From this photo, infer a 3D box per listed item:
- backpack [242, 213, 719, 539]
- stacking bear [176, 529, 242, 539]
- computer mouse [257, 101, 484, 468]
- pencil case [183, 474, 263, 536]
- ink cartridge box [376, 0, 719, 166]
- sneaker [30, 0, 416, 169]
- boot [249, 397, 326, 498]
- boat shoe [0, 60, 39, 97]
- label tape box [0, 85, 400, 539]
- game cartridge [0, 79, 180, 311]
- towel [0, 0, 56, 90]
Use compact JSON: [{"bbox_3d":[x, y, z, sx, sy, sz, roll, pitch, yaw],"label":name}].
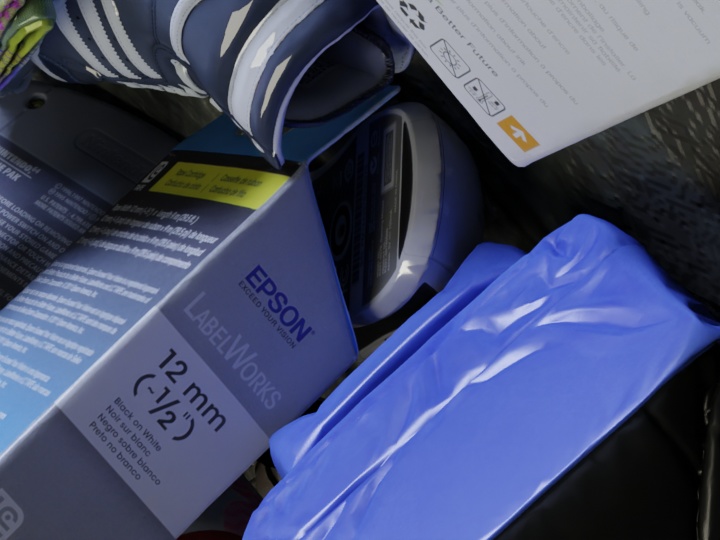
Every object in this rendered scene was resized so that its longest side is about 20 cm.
[{"bbox_3d":[0.081,0.098,0.783,0.200,0.162,0.168,48,-176,-30],"label":"backpack"},{"bbox_3d":[-0.022,0.170,0.816,0.121,0.113,0.201,43,-163,-57],"label":"stacking bear"},{"bbox_3d":[0.000,0.000,0.884,0.044,0.110,0.200,9,165,-21],"label":"computer mouse"},{"bbox_3d":[-0.014,0.149,0.922,0.200,0.083,0.091,39,-174,26],"label":"pencil case"},{"bbox_3d":[0.026,-0.126,0.632,0.198,0.047,0.200,51,159,-6],"label":"ink cartridge box"},{"bbox_3d":[-0.049,-0.077,0.841,0.109,0.070,0.200,49,158,2],"label":"sneaker"},{"bbox_3d":[0.014,0.139,1.133,0.200,0.069,0.174,37,151,-7],"label":"boot"},{"bbox_3d":[-0.155,-0.096,1.026,0.072,0.068,0.200,55,159,-23],"label":"boat shoe"},{"bbox_3d":[-0.066,0.025,0.858,0.066,0.200,0.143,52,166,-17],"label":"label tape box"},{"bbox_3d":[-0.125,-0.008,1.036,0.200,0.133,0.041,31,157,39],"label":"game cartridge"},{"bbox_3d":[-0.136,-0.117,0.878,0.200,0.023,0.145,141,126,-64],"label":"towel"}]
